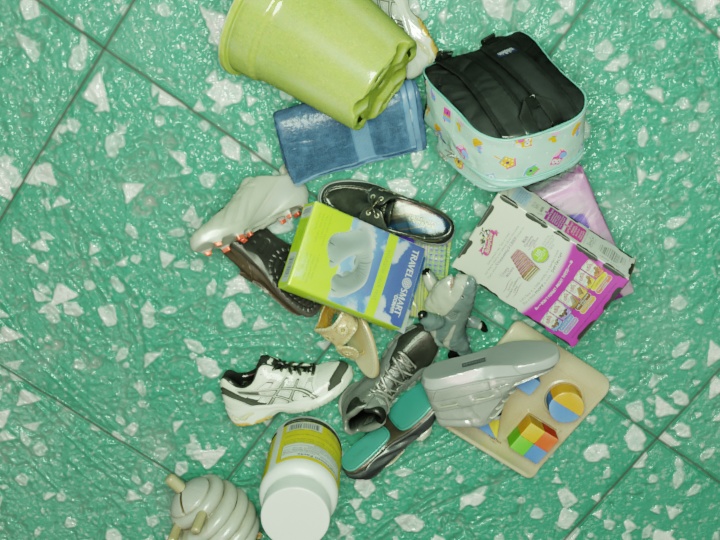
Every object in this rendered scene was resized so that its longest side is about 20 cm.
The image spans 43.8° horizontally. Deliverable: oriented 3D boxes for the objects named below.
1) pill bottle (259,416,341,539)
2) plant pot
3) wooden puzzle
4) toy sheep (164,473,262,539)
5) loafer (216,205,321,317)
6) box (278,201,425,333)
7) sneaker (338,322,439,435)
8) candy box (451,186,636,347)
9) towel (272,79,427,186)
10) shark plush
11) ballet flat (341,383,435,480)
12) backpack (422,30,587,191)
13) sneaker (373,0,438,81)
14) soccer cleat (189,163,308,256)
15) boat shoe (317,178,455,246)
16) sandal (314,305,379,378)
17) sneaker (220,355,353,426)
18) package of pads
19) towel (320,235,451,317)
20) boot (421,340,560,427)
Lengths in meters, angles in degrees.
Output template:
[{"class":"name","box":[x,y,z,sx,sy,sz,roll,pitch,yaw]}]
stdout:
[{"class":"pill bottle","box":[-0.087,0.305,1.303,0.114,0.200,0.115,0,107,2]},{"class":"plant pot","box":[-0.039,-0.276,1.099,0.184,0.200,0.201,37,105,8]},{"class":"wooden puzzle","box":[0.248,0.201,1.340,0.185,0.046,0.200,33,105,-11]},{"class":"toy sheep","box":[-0.227,0.382,1.365,0.138,0.138,0.200,-30,113,10]},{"class":"loafer","box":[-0.133,-0.010,1.281,0.200,0.071,0.073,46,58,-6]},{"class":"box","box":[0.000,0.000,1.215,0.199,0.048,0.122,22,79,-22]},{"class":"sneaker","box":[0.046,0.170,1.303,0.075,0.116,0.200,40,104,-10]},{"class":"candy box","box":[0.241,-0.010,1.193,0.200,0.061,0.137,34,127,5]},{"class":"towel","box":[-0.013,-0.187,1.203,0.199,0.049,0.112,-14,133,0]},{"class":"shark plush","box":[0.140,0.084,1.265,0.083,0.091,0.201,-6,125,17]},{"class":"ballet flat","box":[0.058,0.246,1.355,0.200,0.073,0.073,-42,102,1]},{"class":"backpack","box":[0.186,-0.189,1.132,0.175,0.200,0.154,-20,131,-15]},{"class":"sneaker","box":[0.024,-0.337,1.167,0.087,0.076,0.200,-29,104,9]},{"class":"soccer cleat","box":[-0.157,-0.083,1.213,0.069,0.200,0.078,-32,88,53]},{"class":"boat shoe","box":[0.037,-0.084,1.244,0.199,0.057,0.069,15,87,1]},{"class":"sandal","box":[-0.038,0.062,1.259,0.069,0.078,0.213,-20,102,-29]},{"class":"sneaker","box":[-0.113,0.162,1.317,0.199,0.076,0.088,-19,106,6]},{"class":"package of pads","box":[0.288,-0.039,1.254,0.120,0.076,0.200,-23,105,12]},{"class":"towel","box":[0.028,-0.001,1.299,0.199,0.023,0.144,6,107,0]},{"class":"boot","box":[0.193,0.166,1.279,0.199,0.074,0.096,-13,112,16]}]
